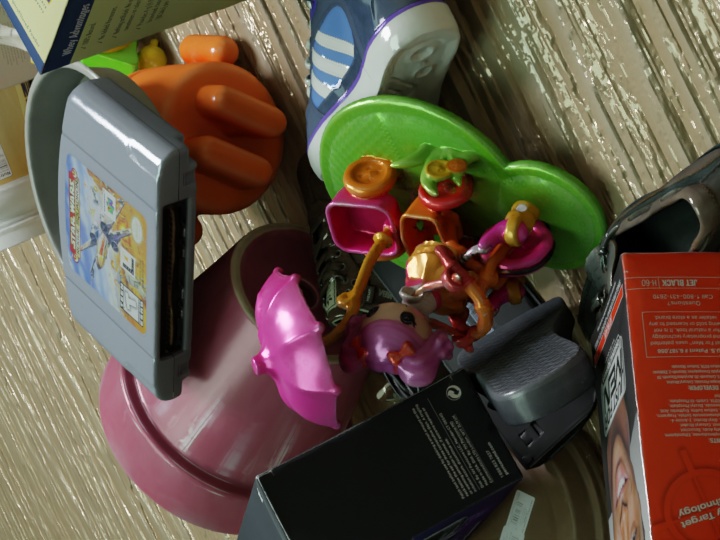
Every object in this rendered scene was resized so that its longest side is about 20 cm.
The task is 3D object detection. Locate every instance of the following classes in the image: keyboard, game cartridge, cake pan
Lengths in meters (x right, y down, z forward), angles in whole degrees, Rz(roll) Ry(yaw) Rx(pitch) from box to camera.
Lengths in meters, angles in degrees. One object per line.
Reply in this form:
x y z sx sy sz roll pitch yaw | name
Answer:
0.063 0.047 1.097 0.127 0.021 0.201 -44 68 17 | keyboard
-0.164 -0.024 1.148 0.133 0.041 0.202 33 132 36 | game cartridge
-0.185 -0.061 1.223 0.200 0.036 0.203 31 130 44 | cake pan

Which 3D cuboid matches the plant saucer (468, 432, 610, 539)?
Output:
0.085 0.184 1.112 0.199 0.029 0.203 -12 73 43 | plant saucer

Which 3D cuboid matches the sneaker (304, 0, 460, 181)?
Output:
-0.008 -0.164 1.068 0.148 0.080 0.200 65 155 17 | sneaker

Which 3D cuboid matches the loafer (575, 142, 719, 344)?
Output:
0.160 -0.008 0.915 0.072 0.062 0.200 57 149 14 | loafer

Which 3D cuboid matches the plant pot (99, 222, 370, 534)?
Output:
-0.075 0.070 1.246 0.201 0.199 0.179 54 134 18 | plant pot

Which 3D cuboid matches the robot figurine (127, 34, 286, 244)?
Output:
-0.137 -0.099 1.271 0.199 0.116 0.146 6 116 57 | robot figurine

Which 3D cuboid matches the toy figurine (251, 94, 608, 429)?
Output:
0.023 0.016 0.974 0.198 0.185 0.151 13 139 27 | toy figurine

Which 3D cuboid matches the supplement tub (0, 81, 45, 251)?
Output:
-0.374 -0.120 1.613 0.144 0.143 0.202 -6 107 59 | supplement tub

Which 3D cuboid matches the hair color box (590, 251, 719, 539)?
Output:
0.161 0.102 0.837 0.102 0.060 0.202 94 175 -61 | hair color box

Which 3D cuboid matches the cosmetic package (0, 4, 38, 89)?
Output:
-0.314 -0.259 1.405 0.051 0.150 0.202 26 133 50 | cosmetic package

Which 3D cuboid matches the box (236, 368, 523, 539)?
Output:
0.004 0.151 1.010 0.079 0.140 0.200 62 163 16 | box

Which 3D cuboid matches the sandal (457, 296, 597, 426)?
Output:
0.099 0.062 0.966 0.043 0.076 0.200 61 -173 -8 | sandal

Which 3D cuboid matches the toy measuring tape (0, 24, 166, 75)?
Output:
-0.254 -0.204 1.369 0.198 0.074 0.074 16 140 -1 | toy measuring tape

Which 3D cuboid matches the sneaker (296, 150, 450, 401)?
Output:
0.000 0.000 1.167 0.201 0.075 0.071 56 149 15 | sneaker

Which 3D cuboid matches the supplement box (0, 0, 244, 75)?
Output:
-0.133 -0.259 1.064 0.135 0.198 0.200 58 150 11 | supplement box
